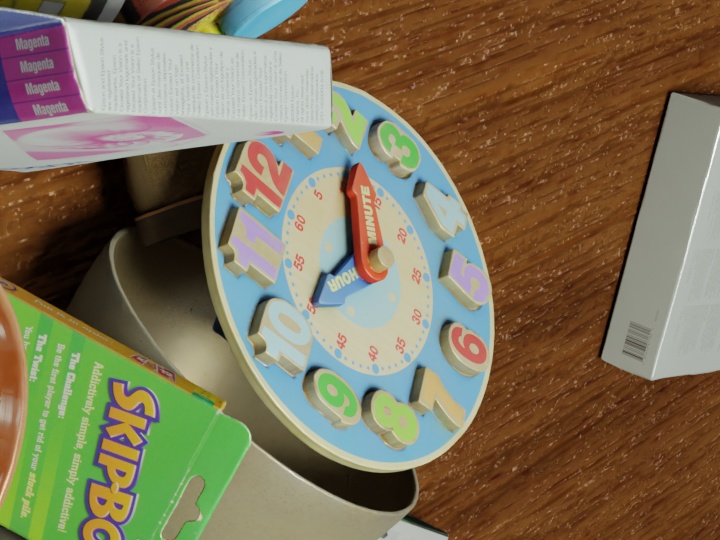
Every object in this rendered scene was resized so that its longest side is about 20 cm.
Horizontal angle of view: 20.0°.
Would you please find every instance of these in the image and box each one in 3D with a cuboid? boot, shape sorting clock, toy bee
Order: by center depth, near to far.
[{"bbox_3d":[-0.069,-0.125,0.975,0.199,0.131,0.109,4,148,-46],"label":"toy bee"},{"bbox_3d":[0.000,0.000,1.008,0.199,0.039,0.201,20,59,-37],"label":"shape sorting clock"},{"bbox_3d":[-0.053,-0.073,1.064,0.200,0.073,0.076,-24,95,-55],"label":"boot"}]

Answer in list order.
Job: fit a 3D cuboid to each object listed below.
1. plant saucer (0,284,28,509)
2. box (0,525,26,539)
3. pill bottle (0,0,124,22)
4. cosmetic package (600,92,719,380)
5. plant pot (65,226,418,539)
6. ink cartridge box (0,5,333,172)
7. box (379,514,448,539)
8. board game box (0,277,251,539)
[{"bbox_3d":[-0.220,0.070,0.816,0.200,0.032,0.201,-27,127,-42],"label":"plant saucer"},{"bbox_3d":[-0.204,0.165,0.994,0.200,0.068,0.083,20,92,-54],"label":"box"},{"bbox_3d":[-0.192,-0.144,0.811,0.200,0.111,0.112,-1,109,-51],"label":"pill bottle"},{"bbox_3d":[0.257,-0.025,1.485,0.150,0.052,0.201,-1,109,-49],"label":"cosmetic package"},{"bbox_3d":[-0.088,0.095,1.025,0.135,0.201,0.200,-47,146,15],"label":"plant pot"},{"bbox_3d":[-0.147,-0.069,0.837,0.200,0.196,0.044,-2,89,-51],"label":"ink cartridge box"},{"bbox_3d":[-0.034,0.205,1.257,0.200,0.036,0.145,29,85,-55],"label":"box"},{"bbox_3d":[-0.153,0.061,0.904,0.096,0.199,0.030,-61,179,10],"label":"board game box"}]
